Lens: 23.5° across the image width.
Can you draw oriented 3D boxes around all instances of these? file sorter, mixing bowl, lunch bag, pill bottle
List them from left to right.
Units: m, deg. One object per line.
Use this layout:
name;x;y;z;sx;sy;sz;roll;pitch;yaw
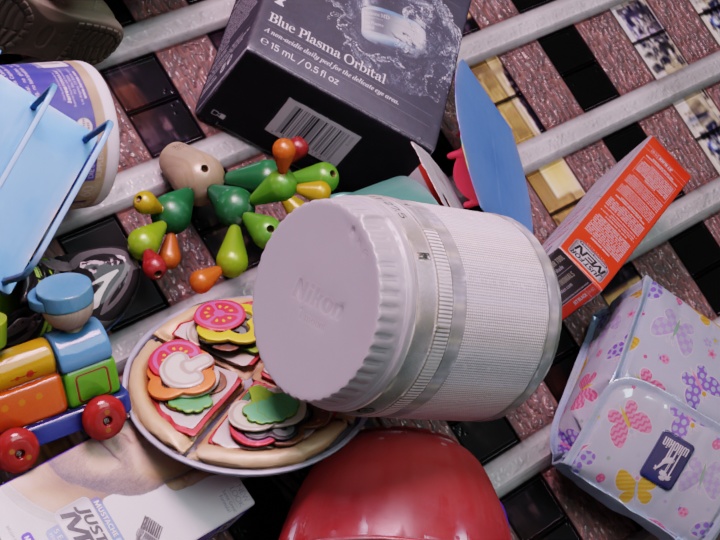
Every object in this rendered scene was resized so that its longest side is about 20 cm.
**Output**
file sorter;-0.293;-0.096;1.226;0.199;0.123;0.140;32;76;-15
pill bottle;-0.301;-0.099;1.358;0.198;0.120;0.121;-9;69;-33
mixing bowl;0.028;0.188;1.345;0.198;0.200;0.110;15;61;-24
lunch bag;0.277;0.137;1.582;0.169;0.127;0.201;33;58;-9

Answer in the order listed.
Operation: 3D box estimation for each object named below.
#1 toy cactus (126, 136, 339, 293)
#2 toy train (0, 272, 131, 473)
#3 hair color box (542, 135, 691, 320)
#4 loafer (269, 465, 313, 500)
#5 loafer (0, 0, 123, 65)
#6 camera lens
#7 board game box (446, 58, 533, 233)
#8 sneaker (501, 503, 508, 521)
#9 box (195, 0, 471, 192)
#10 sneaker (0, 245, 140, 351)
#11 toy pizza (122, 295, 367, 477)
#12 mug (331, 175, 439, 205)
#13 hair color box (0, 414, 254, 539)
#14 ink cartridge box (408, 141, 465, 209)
toy cactus;-0.121;-0.067;1.440;0.199;0.103;0.165;-31;41;-20
toy train;-0.273;0.084;1.264;0.198;0.084;0.117;-19;117;-24
hair color box;0.229;-0.036;1.662;0.061;0.101;0.200;45;51;-1
loafer;-0.050;0.135;1.419;0.200;0.063;0.072;40;51;-6
loafer;-0.292;-0.225;1.459;0.199;0.076;0.069;14;40;-47
camera lens;0.039;0.030;1.289;0.199;0.160;0.162;6;61;-42
board game box;0.110;-0.094;1.617;0.200;0.039;0.160;45;35;-54
sneaker;0.118;0.291;1.440;0.099;0.069;0.202;18;60;-30
box;-0.021;-0.199;1.589;0.195;0.117;0.201;27;52;-16
sneaker;-0.252;0.022;1.345;0.198;0.083;0.071;-15;71;-37
toy pizza;-0.085;0.079;1.342;0.198;0.032;0.201;2;40;-2
mug;0.005;0.010;1.481;0.113;0.185;0.154;-22;95;-19
hair color box;-0.190;0.184;1.307;0.199;0.065;0.110;-27;79;-40
ink cartridge box;0.081;-0.015;1.517;0.163;0.050;0.200;64;10;13
